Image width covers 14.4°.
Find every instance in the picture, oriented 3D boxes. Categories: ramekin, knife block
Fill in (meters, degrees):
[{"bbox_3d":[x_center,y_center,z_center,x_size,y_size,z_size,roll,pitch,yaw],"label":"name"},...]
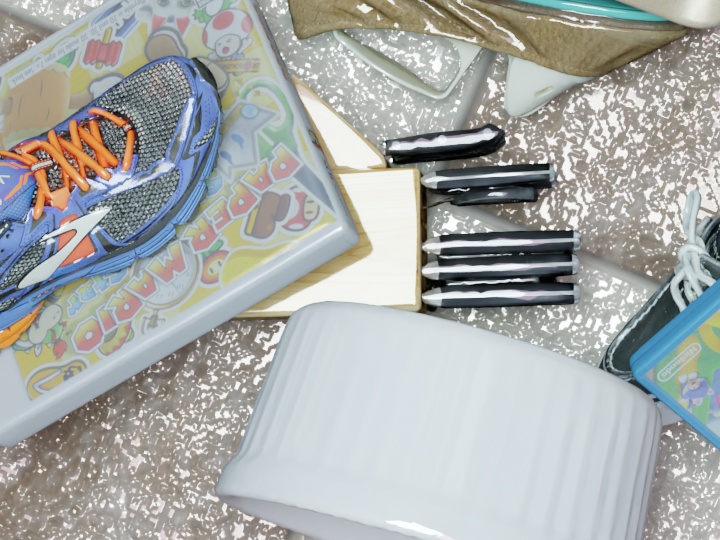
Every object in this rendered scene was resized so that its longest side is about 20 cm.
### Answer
[{"bbox_3d":[0.042,0.085,1.302,0.200,0.200,0.098,15,81,5],"label":"ramekin"},{"bbox_3d":[0.000,0.000,1.371,0.176,0.064,0.200,43,91,6],"label":"knife block"}]

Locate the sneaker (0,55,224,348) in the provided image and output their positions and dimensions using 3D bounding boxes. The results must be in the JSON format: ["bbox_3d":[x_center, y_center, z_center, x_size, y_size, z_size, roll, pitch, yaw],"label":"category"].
[{"bbox_3d":[-0.146,-0.029,1.302,0.200,0.078,0.075,-40,59,7],"label":"sneaker"}]

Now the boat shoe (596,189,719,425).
[{"bbox_3d":[0.177,0.000,1.323,0.199,0.068,0.074,-34,41,28],"label":"boat shoe"}]

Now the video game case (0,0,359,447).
[{"bbox_3d":[-0.117,-0.040,1.352,0.200,0.023,0.182,-30,60,11],"label":"video game case"}]

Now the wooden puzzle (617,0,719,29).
[{"bbox_3d":[0.125,-0.226,1.346,0.200,0.046,0.186,25,101,36],"label":"wooden puzzle"}]

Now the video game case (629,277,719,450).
[{"bbox_3d":[0.242,0.057,1.310,0.200,0.018,0.143,39,110,-22],"label":"video game case"}]

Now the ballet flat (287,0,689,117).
[{"bbox_3d":[0.057,-0.115,1.378,0.199,0.068,0.073,12,108,5],"label":"ballet flat"}]
